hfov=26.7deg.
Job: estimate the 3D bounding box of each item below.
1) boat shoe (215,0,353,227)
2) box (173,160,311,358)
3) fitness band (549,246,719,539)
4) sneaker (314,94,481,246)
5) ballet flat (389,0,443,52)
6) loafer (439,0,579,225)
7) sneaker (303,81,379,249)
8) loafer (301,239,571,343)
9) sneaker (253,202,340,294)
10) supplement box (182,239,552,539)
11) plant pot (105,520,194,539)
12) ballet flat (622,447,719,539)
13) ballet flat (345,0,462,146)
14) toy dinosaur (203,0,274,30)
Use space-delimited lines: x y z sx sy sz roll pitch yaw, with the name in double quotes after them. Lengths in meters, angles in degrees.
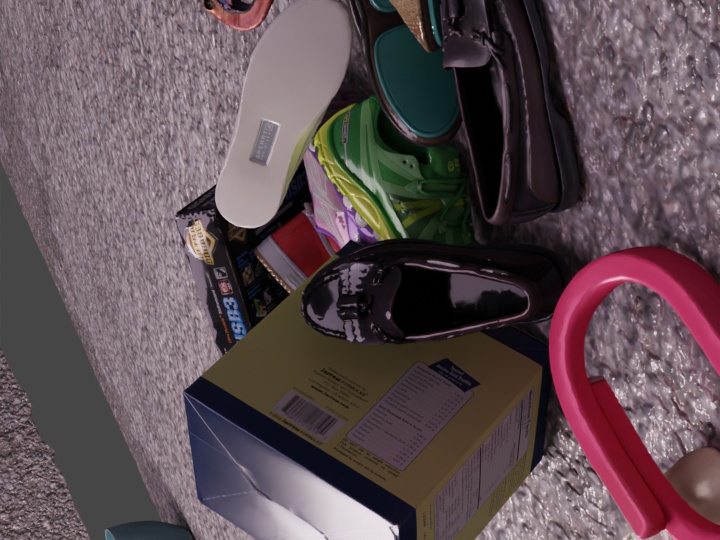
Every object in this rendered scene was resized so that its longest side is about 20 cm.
-0.056 -0.127 1.171 0.069 0.072 0.200 -77 5 -62 "boat shoe"
-0.078 0.004 1.383 0.050 0.200 0.199 -9 109 26 "box"
0.189 0.081 0.909 0.200 0.037 0.144 60 139 23 "fitness band"
0.051 -0.049 1.122 0.200 0.084 0.074 47 -164 7 "sneaker"
0.024 -0.241 1.001 0.071 0.065 0.200 -61 -29 -58 "ballet flat"
0.084 -0.126 0.979 0.072 0.063 0.200 2 112 69 "loafer"
-0.017 -0.076 1.245 0.200 0.080 0.088 59 138 24 "sneaker"
0.043 0.016 1.050 0.200 0.063 0.072 -5 99 25 "loafer"
0.000 0.000 1.353 0.071 0.112 0.200 48 -178 40 "sneaker"
0.009 0.118 1.144 0.200 0.200 0.134 29 142 25 "supplement box"
-0.360 0.533 2.734 0.200 0.135 0.200 52 154 38 "plant pot"
0.199 0.185 1.000 0.069 0.069 0.200 57 158 28 "ballet flat"
0.028 -0.171 1.093 0.068 0.068 0.200 97 157 -71 "ballet flat"
-0.072 -0.256 1.104 0.200 0.105 0.182 -87 13 -71 "toy dinosaur"
